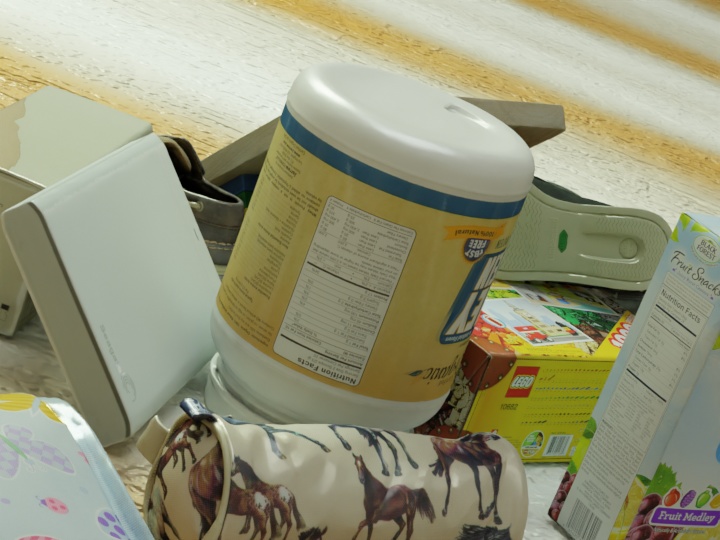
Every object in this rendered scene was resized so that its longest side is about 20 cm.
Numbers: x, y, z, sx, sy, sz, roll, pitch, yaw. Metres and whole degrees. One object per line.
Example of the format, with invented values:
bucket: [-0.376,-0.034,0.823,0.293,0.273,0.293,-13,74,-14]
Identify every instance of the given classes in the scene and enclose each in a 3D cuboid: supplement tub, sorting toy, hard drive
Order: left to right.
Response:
hard drive: [-0.128,0.005,1.129,0.026,0.133,0.200,-20,9,16]
supplement tub: [0.000,0.000,1.138,0.144,0.201,0.145,19,18,-6]
sorting toy: [0.010,-0.057,1.401,0.198,0.070,0.200,1,-15,-35]

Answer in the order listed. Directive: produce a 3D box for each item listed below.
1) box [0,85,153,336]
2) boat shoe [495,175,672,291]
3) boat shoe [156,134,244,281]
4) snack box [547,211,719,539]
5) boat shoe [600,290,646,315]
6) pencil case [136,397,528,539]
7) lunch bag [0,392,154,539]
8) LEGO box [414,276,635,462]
box: [-0.196,-0.041,1.213,0.077,0.096,0.200,21,16,4]
boat shoe: [0.103,-0.028,1.321,0.199,0.072,0.068,14,1,-18]
boat shoe: [-0.137,-0.058,1.361,0.074,0.074,0.200,1,27,-48]
snack box: [0.220,0.075,1.172,0.168,0.201,0.068,5,23,-39]
boat shoe: [0.175,0.004,1.507,0.069,0.067,0.200,2,15,-22]
pencil case: [-0.010,0.111,1.005,0.199,0.078,0.090,8,41,-34]
lunch bag: [-0.170,0.118,0.732,0.169,0.128,0.200,5,33,-36]
LEGO box: [0.091,0.053,1.291,0.199,0.078,0.149,4,25,-44]
